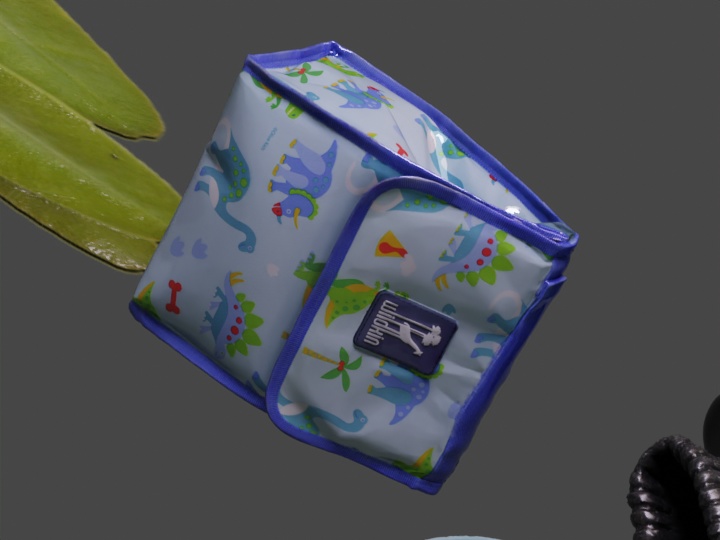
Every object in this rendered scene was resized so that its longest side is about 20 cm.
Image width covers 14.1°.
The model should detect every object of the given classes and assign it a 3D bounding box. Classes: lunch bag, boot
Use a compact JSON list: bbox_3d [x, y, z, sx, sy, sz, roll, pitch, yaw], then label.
[{"bbox_3d":[0.000,0.000,1.556,0.200,0.170,0.127,35,24,17],"label":"lunch bag"},{"bbox_3d":[0.208,0.121,1.630,0.158,0.079,0.211,12,27,-30],"label":"boot"}]

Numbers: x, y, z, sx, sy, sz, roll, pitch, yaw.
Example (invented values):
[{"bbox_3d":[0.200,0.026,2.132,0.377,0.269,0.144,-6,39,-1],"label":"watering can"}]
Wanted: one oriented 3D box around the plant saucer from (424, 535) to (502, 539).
[{"bbox_3d":[0.095,0.201,1.393,0.200,0.036,0.200,21,24,-10],"label":"plant saucer"}]
